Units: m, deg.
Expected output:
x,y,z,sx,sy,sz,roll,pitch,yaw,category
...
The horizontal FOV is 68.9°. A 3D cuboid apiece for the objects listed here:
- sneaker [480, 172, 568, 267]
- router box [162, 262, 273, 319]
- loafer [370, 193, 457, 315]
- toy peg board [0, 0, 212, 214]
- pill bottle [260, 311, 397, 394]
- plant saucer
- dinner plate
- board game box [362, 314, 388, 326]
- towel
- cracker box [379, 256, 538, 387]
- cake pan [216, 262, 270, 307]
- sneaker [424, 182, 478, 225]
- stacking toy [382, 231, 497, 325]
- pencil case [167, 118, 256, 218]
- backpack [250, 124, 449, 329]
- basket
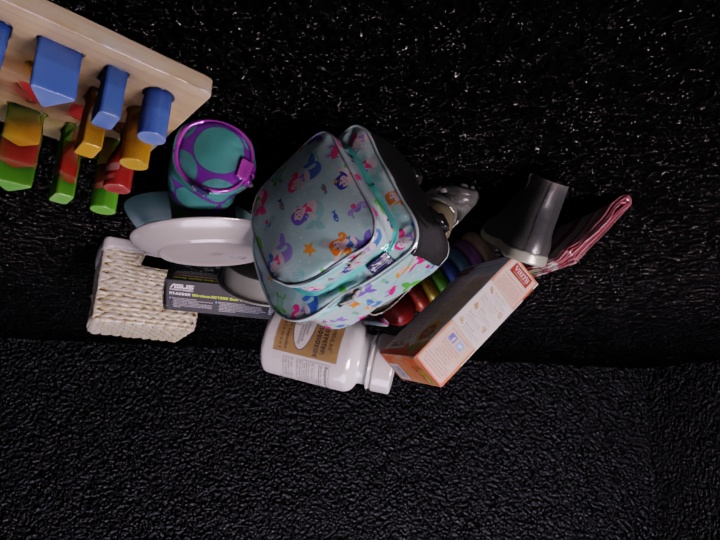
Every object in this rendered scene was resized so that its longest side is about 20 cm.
x,y,z,sx,sy,sz,roll,pitch,yaw,category
0.221,-0.075,0.698,0.075,0.106,0.200,18,-167,-3,sneaker
-0.227,0.012,0.909,0.200,0.062,0.150,7,-152,-13,router box
0.047,-0.010,0.676,0.075,0.070,0.200,30,121,-7,loafer
-0.275,-0.133,0.479,0.200,0.098,0.199,14,161,-40,toy peg board
-0.044,0.125,0.821,0.200,0.114,0.114,12,166,9,pill bottle
-0.269,-0.069,0.832,0.200,0.036,0.200,2,164,1,plant saucer
-0.190,-0.030,0.678,0.200,0.024,0.200,-4,170,-1,dinner plate
0.000,0.000,0.830,0.064,0.148,0.200,7,169,25,board game box
0.278,-0.036,0.762,0.144,0.023,0.200,-39,-178,-24,towel
0.133,0.068,0.728,0.058,0.200,0.134,49,163,-6,cracker box
-0.130,-0.005,0.852,0.200,0.037,0.200,5,-154,-3,cake pan
0.096,-0.055,0.734,0.066,0.091,0.200,9,163,-26,sneaker
0.123,0.024,0.852,0.200,0.085,0.085,-34,166,-6,stacking toy
-0.181,-0.095,0.628,0.092,0.085,0.200,34,158,-9,pencil case
-0.030,-0.036,0.568,0.200,0.178,0.151,-39,151,27,backpack
-0.424,0.045,1.040,0.198,0.161,0.200,11,161,-28,basket
